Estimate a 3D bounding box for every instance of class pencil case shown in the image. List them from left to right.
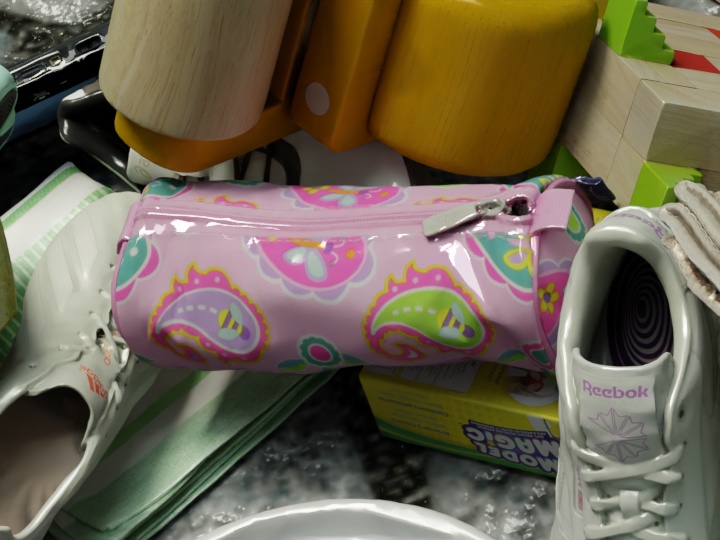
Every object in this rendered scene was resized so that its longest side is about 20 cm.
[{"bbox_3d":[0.000,0.000,0.981,0.199,0.088,0.088,0,48,24],"label":"pencil case"}]

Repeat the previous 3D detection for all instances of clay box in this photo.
[{"bbox_3d":[0.114,0.034,0.999,0.199,0.048,0.115,13,54,27],"label":"clay box"}]

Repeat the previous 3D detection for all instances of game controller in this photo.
[{"bbox_3d":[-0.156,-0.084,1.169,0.199,0.042,0.104,-26,5,-7],"label":"game controller"}]

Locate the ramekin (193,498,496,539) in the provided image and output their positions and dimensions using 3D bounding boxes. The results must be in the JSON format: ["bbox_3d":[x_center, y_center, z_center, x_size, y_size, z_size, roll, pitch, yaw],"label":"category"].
[{"bbox_3d":[-0.010,0.188,0.863,0.201,0.094,0.203,-10,46,10],"label":"ramekin"}]

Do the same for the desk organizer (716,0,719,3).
[{"bbox_3d":[0.252,-0.199,1.154,0.200,0.077,0.072,-34,47,-15],"label":"desk organizer"}]

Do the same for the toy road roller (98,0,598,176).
[{"bbox_3d":[0.005,-0.101,1.005,0.146,0.123,0.200,37,39,27],"label":"toy road roller"}]

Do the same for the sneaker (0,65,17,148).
[{"bbox_3d":[-0.248,-0.056,1.068,0.200,0.140,0.078,-44,5,34],"label":"sneaker"}]

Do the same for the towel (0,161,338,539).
[{"bbox_3d":[-0.123,0.036,1.092,0.152,0.023,0.200,-41,49,-21],"label":"towel"}]

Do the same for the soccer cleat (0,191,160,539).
[{"bbox_3d":[-0.120,0.045,1.007,0.069,0.078,0.200,32,58,-11],"label":"soccer cleat"}]

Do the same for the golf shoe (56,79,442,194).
[{"bbox_3d":[-0.054,-0.044,1.087,0.200,0.078,0.094,19,17,40],"label":"golf shoe"}]

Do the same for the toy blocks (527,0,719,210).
[{"bbox_3d":[0.155,-0.066,1.041,0.136,0.100,0.200,8,22,-20],"label":"toy blocks"}]

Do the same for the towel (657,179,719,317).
[{"bbox_3d":[0.183,0.056,0.847,0.034,0.200,0.133,-43,31,10],"label":"towel"}]

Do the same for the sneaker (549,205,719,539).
[{"bbox_3d":[0.095,0.074,0.891,0.075,0.100,0.201,-2,85,20],"label":"sneaker"}]

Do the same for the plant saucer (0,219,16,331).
[{"bbox_3d":[-0.208,0.055,1.002,0.200,0.048,0.200,-50,7,-8],"label":"plant saucer"}]
